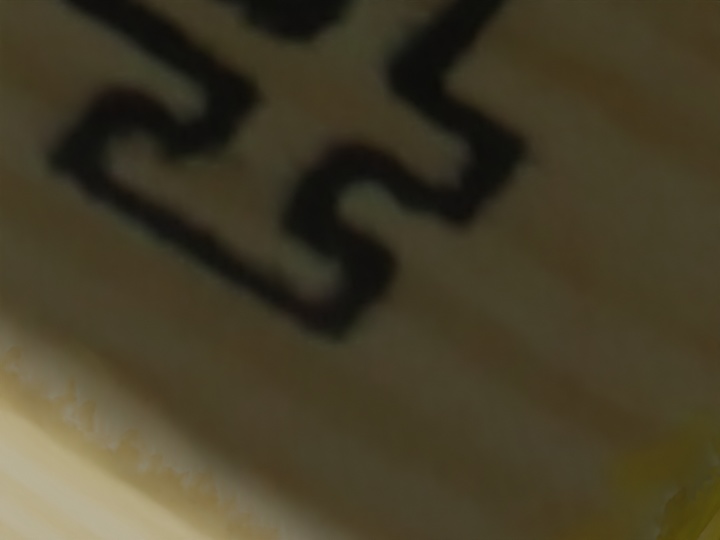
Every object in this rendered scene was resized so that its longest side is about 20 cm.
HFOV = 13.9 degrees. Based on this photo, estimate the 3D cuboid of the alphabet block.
[{"bbox_3d":[0.002,-0.007,0.536,0.200,0.196,0.195,31,157,18],"label":"alphabet block"}]
